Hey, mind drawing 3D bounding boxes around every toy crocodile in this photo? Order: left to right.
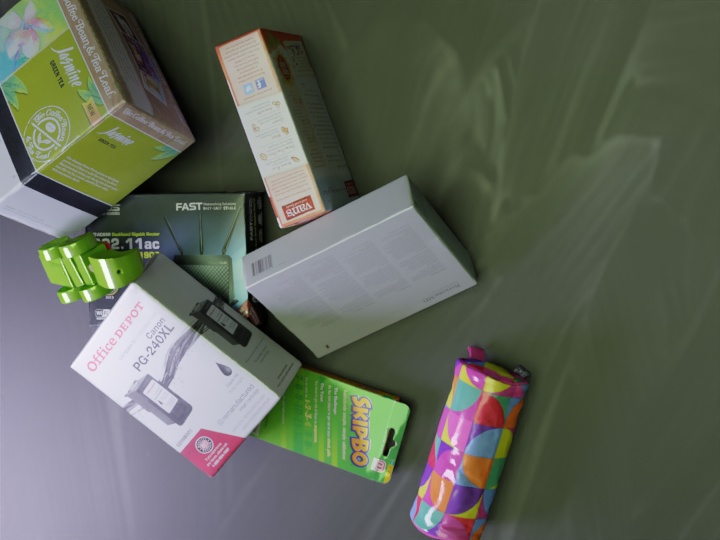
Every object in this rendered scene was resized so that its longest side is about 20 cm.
[{"bbox_3d":[-0.294,-0.007,1.499,0.062,0.200,0.068,-29,103,-27],"label":"toy crocodile"}]

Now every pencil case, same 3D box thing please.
[{"bbox_3d":[0.116,0.188,1.491,0.088,0.088,0.200,19,98,13],"label":"pencil case"}]

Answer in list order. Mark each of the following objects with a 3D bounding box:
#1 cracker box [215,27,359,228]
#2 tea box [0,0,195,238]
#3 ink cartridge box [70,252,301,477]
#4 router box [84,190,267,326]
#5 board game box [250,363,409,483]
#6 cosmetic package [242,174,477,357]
[{"bbox_3d":[-0.074,-0.149,1.479,0.058,0.134,0.200,-21,90,17],"label":"cracker box"},{"bbox_3d":[-0.319,-0.177,1.514,0.197,0.134,0.200,-36,63,14],"label":"tea box"},{"bbox_3d":[-0.189,0.101,1.509,0.200,0.083,0.145,38,119,-4],"label":"ink cartridge box"},{"bbox_3d":[-0.206,-0.013,1.567,0.200,0.062,0.150,-1,95,16],"label":"router box"},{"bbox_3d":[-0.047,0.160,1.560,0.200,0.030,0.096,19,101,16],"label":"board game box"},{"bbox_3d":[0.000,0.000,1.471,0.200,0.151,0.052,-25,45,16],"label":"cosmetic package"}]
